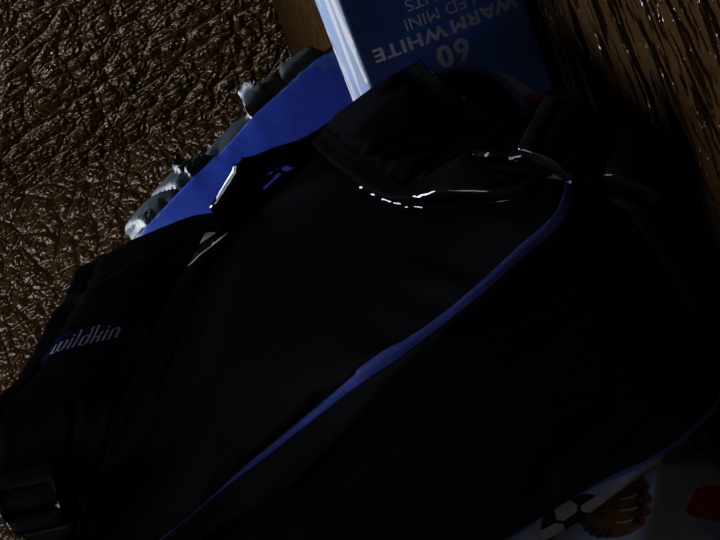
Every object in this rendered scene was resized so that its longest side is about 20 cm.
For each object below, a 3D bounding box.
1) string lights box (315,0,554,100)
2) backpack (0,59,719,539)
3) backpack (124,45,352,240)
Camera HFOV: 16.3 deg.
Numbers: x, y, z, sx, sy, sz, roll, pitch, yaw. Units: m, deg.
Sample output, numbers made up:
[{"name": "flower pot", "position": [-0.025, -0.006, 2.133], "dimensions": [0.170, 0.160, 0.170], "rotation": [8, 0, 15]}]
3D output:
[{"name": "string lights box", "position": [0.007, -0.118, 0.805], "dimensions": [0.103, 0.059, 0.200], "rotation": [-116, 5, -61]}, {"name": "backpack", "position": [0.011, 0.029, 0.711], "dimensions": [0.154, 0.200, 0.191], "rotation": [55, -172, -25]}, {"name": "backpack", "position": [0.000, 0.000, 1.055], "dimensions": [0.168, 0.163, 0.200], "rotation": [39, 172, 13]}]
